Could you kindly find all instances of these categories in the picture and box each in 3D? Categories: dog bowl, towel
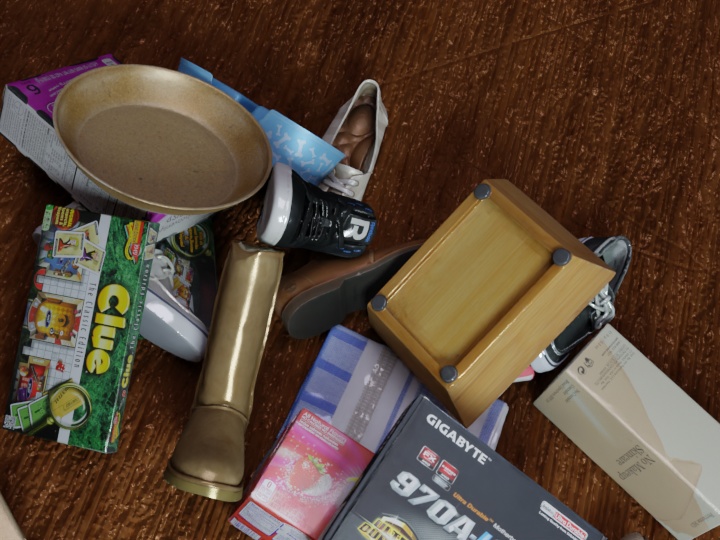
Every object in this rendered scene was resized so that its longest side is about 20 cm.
[{"bbox_3d":[-0.110,-0.145,1.120,0.200,0.111,0.050,31,93,18],"label":"dog bowl"},{"bbox_3d":[0.035,0.147,1.059,0.199,0.024,0.147,26,59,1],"label":"towel"}]

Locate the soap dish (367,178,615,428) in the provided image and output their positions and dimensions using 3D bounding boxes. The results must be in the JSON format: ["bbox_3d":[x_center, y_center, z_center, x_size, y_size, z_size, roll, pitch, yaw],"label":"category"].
[{"bbox_3d":[0.113,0.022,1.042,0.200,0.081,0.157,-47,55,4],"label":"soap dish"}]

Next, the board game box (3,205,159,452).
[{"bbox_3d":[-0.243,0.049,0.965,0.104,0.023,0.201,9,87,14],"label":"board game box"}]

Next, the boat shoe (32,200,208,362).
[{"bbox_3d":[-0.207,0.004,1.026,0.200,0.071,0.070,35,63,13],"label":"boat shoe"}]

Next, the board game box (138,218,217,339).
[{"bbox_3d":[-0.196,-0.028,1.093,0.104,0.023,0.201,-1,64,-12],"label":"board game box"}]

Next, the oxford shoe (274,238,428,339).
[{"bbox_3d":[0.000,0.000,1.105,0.199,0.072,0.071,-17,45,-27],"label":"oxford shoe"}]

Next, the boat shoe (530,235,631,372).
[{"bbox_3d":[0.224,0.028,1.114,0.199,0.068,0.074,-44,113,-47],"label":"boat shoe"}]

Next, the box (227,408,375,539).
[{"bbox_3d":[-0.002,0.221,0.957,0.200,0.100,0.096,33,60,-1],"label":"box"}]

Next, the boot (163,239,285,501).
[{"bbox_3d":[-0.111,0.077,0.934,0.066,0.175,0.201,14,93,-10],"label":"boot"}]

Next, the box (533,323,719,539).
[{"bbox_3d":[0.276,0.158,1.073,0.200,0.095,0.078,43,61,11],"label":"box"}]

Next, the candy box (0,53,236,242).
[{"bbox_3d":[-0.228,-0.118,1.062,0.200,0.061,0.136,39,40,16],"label":"candy box"}]

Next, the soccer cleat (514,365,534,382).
[{"bbox_3d":[0.142,0.020,1.125,0.076,0.067,0.201,6,65,2],"label":"soccer cleat"}]

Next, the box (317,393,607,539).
[{"bbox_3d":[0.081,0.224,0.899,0.200,0.046,0.159,38,59,0],"label":"box"}]

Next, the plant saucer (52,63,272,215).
[{"bbox_3d":[-0.179,-0.112,1.004,0.199,0.036,0.201,15,41,-13],"label":"plant saucer"}]

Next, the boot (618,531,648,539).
[{"bbox_3d":[0.160,0.292,0.988,0.146,0.070,0.200,28,59,4],"label":"boot"}]

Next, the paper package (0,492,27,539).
[{"bbox_3d":[-0.382,0.210,0.868,0.200,0.104,0.191,-28,77,-25],"label":"paper package"}]

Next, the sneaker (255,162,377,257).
[{"bbox_3d":[-0.035,-0.051,1.019,0.111,0.200,0.073,13,93,-7],"label":"sneaker"}]

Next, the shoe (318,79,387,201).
[{"bbox_3d":[-0.019,-0.118,1.167,0.070,0.053,0.201,21,60,-2],"label":"shoe"}]
